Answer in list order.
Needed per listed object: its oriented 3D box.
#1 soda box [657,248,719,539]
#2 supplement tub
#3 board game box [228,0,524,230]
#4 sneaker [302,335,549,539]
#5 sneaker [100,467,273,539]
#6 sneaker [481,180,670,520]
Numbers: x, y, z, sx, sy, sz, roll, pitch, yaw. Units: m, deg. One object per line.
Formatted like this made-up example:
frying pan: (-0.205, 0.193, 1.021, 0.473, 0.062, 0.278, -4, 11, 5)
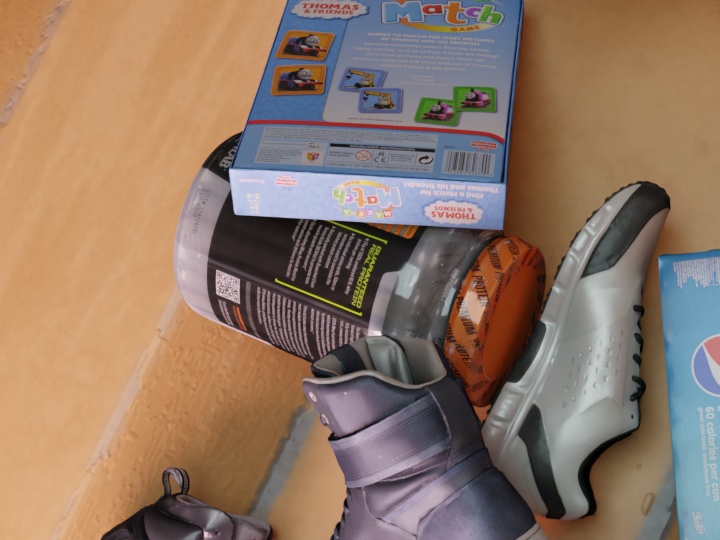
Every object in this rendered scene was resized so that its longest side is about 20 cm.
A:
soda box: (0.202, 0.092, 0.826, 0.063, 0.068, 0.203, -6, 72, 19)
supplement tub: (0.000, 0.000, 0.901, 0.198, 0.122, 0.124, 22, 83, 25)
board game box: (0.016, -0.102, 0.897, 0.149, 0.037, 0.201, 4, 41, 7)
sneaker: (0.003, 0.117, 0.837, 0.202, 0.077, 0.147, -31, 88, 46)
sneaker: (-0.084, 0.205, 0.897, 0.114, 0.075, 0.200, -49, 62, 4)
sneaker: (0.135, 0.048, 0.869, 0.079, 0.074, 0.202, 25, 93, 21)
